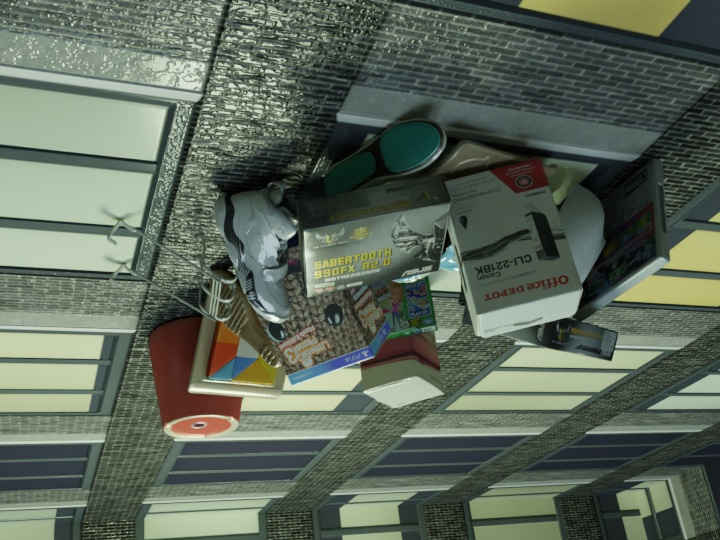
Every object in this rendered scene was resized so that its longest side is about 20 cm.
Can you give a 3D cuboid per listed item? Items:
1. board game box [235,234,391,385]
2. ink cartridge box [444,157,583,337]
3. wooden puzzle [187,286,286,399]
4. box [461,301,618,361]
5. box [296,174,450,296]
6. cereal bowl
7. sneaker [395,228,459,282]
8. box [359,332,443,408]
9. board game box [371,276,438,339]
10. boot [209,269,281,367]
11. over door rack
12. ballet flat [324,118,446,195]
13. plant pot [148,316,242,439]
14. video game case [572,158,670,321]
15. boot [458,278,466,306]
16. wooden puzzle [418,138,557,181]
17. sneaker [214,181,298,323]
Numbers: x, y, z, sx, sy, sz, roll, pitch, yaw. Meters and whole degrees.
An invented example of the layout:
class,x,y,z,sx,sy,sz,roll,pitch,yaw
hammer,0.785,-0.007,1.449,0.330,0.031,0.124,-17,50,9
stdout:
class,x,y,z,sx,sy,sz,roll,pitch,yaw
board game box,-0.071,0.048,1.257,0.157,0.203,0.097,-22,-169,25
ink cartridge box,0.200,-0.030,1.099,0.141,0.204,0.084,-13,156,3
wooden puzzle,-0.199,0.132,1.441,0.182,0.205,0.037,10,-170,-32
box,0.274,0.087,1.238,0.198,0.049,0.157,15,180,-44
box,0.016,-0.044,1.097,0.195,0.049,0.160,-11,148,-9
cereal bowl,0.311,-0.024,1.234,0.082,0.201,0.201,31,154,11
sneaker,0.090,-0.037,1.266,0.197,0.080,0.089,-10,153,39
box,0.066,0.122,1.445,0.107,0.204,0.128,-19,152,22
board game box,0.022,0.051,1.371,0.195,0.137,0.029,-11,156,4
boot,-0.151,0.063,1.387,0.072,0.201,0.166,-43,174,34
over door rack,-0.280,-0.006,1.239,0.196,0.068,0.148,20,148,-3
ballet flat,0.039,-0.147,1.090,0.197,0.071,0.069,-23,150,33
plant pot,-0.302,0.209,1.534,0.195,0.181,0.202,-6,153,-3
video game case,0.391,-0.044,1.246,0.023,0.185,0.200,21,145,-16
boot,0.230,-0.026,1.286,0.067,0.133,0.198,18,142,-40
wooden puzzle,0.157,-0.125,1.179,0.196,0.047,0.185,5,150,-34
sneaker,-0.119,-0.026,1.149,0.113,0.203,0.075,-17,-164,22
